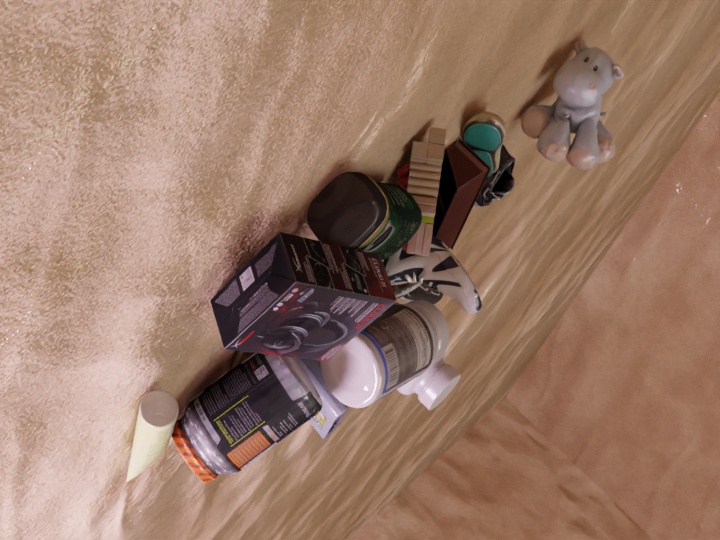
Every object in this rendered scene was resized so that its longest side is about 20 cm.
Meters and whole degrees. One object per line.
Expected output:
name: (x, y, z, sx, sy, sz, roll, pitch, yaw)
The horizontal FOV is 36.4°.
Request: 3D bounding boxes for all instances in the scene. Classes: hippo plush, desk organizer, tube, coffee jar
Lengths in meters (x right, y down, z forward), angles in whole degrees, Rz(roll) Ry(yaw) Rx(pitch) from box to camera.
hippo plush: (0.380, -0.277, 1.814, 0.199, 0.159, 0.162, -35, 160, -36)
desk organizer: (0.127, -0.102, 1.722, 0.077, 0.072, 0.201, -33, 158, -34)
tube: (-0.280, 0.225, 1.468, 0.057, 0.053, 0.201, 1, 150, -15)
coffee jar: (0.006, -0.071, 1.453, 0.104, 0.086, 0.200, -43, 166, 13)

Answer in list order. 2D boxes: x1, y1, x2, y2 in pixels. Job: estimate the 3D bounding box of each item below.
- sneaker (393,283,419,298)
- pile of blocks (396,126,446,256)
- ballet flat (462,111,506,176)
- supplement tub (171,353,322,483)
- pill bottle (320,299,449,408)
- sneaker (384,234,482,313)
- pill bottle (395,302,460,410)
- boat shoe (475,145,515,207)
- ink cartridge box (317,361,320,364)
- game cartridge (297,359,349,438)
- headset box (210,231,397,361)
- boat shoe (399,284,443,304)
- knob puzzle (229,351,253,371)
sneaker: (0.091, -0.004, 1.840, 0.199, 0.076, 0.088, -40, 162, -25)
pile of blocks: (0.080, -0.114, 1.575, 0.082, 0.061, 0.204, -81, 178, -65)
ballet flat: (0.192, -0.210, 1.690, 0.200, 0.066, 0.063, 86, 21, -73)
supplement tub: (-0.161, 0.200, 1.541, 0.199, 0.123, 0.123, -35, 163, -2)
pill bottle: (0.041, 0.116, 1.616, 0.199, 0.114, 0.115, -23, 151, -50)
sneaker: (0.086, 0.009, 1.666, 0.129, 0.200, 0.080, -38, -176, 6)
pill bottle: (0.078, 0.145, 1.924, 0.111, 0.200, 0.112, -42, 162, -16)
boat shoe: (0.230, -0.152, 1.874, 0.072, 0.068, 0.201, -42, 163, -18)
ink cartridge box: (-0.029, 0.138, 1.784, 0.067, 0.115, 0.201, -32, 158, -40)
game cartridge: (-0.079, 0.192, 1.736, 0.040, 0.134, 0.200, -33, 169, -17)
headset box: (-0.063, 0.039, 1.371, 0.198, 0.078, 0.148, 13, 136, -45)
boat shoe: (0.117, 0.022, 1.979, 0.057, 0.067, 0.199, -42, 164, 20)
knob puzzle: (-0.109, 0.096, 1.633, 0.219, 0.030, 0.220, -44, 163, -17)
